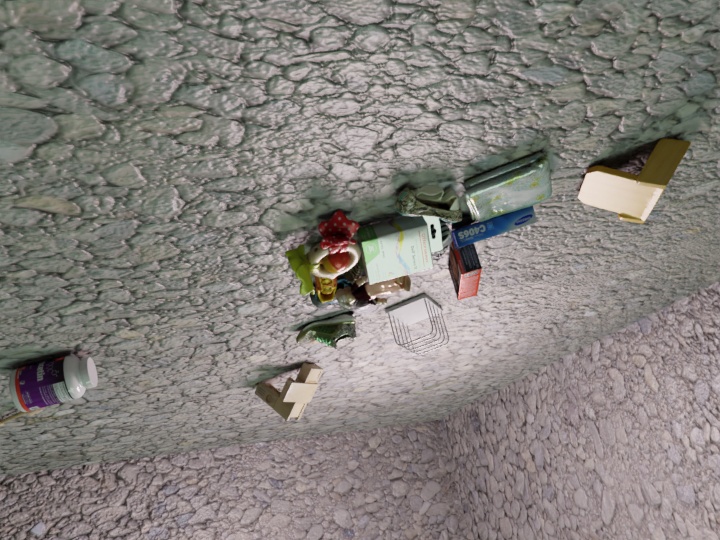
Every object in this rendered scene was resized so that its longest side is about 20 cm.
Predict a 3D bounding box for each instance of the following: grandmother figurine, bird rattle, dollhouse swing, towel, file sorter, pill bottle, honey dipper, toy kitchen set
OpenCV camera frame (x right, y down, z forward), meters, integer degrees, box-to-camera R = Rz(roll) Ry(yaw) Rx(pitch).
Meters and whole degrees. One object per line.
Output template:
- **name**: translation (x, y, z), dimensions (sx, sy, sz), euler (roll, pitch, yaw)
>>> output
- **grandmother figurine**: translation (0.026, 0.047, 1.807), dimensions (0.196, 0.061, 0.122), euler (-16, 130, 28)
- **bird rattle**: translation (-0.068, -0.042, 1.643), dimensions (0.200, 0.114, 0.162), euler (-43, 147, 20)
- **dollhouse swing**: translation (0.646, -0.233, 1.768), dimensions (0.183, 0.174, 0.201), euler (-55, 163, -13)
- **towel**: translation (0.331, -0.180, 1.658), dimensions (0.196, 0.049, 0.171), euler (-21, 159, 10)
- **file sorter**: translation (0.183, 0.176, 2.302), dimensions (0.136, 0.127, 0.200), euler (-21, 158, 16)
- **pill bottle**: translation (-0.785, 0.285, 1.898), dimensions (0.195, 0.115, 0.113), euler (-14, 159, -6)
- **honey dipper**: translation (-1.012, 0.429, 2.188), dimensions (0.197, 0.039, 0.038), euler (-25, 157, 26)
- **toy kitchen set**: translation (-0.270, 0.386, 2.562), dimensions (0.162, 0.179, 0.203), euler (17, 102, -59)

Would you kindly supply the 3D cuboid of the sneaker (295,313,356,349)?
- **sneaker**: translation (-0.097, 0.195, 2.197), dimensions (0.196, 0.090, 0.077), euler (-18, 159, 6)

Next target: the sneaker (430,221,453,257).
- **sneaker**: translation (0.144, -0.043, 1.821), dimensions (0.197, 0.077, 0.115), euler (-24, 159, 17)

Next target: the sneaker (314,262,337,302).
- **sneaker**: translation (-0.079, 0.007, 1.771), dimensions (0.071, 0.079, 0.201), euler (-13, 149, -4)

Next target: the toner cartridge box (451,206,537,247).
- **toner cartridge box**: translation (0.321, -0.106, 1.789), dimensions (0.196, 0.044, 0.095), euler (-18, -177, 5)

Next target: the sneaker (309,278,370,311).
- **sneaker**: translation (-0.032, 0.061, 1.943), dimensions (0.196, 0.075, 0.082), euler (-3, 155, -31)

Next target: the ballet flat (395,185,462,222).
- **ballet flat**: translation (0.165, -0.148, 1.604), dimensions (0.197, 0.069, 0.076), euler (4, 135, -37)

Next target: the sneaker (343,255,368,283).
- **sneaker**: translation (0.000, 0.000, 1.824), dimensions (0.088, 0.068, 0.200), euler (-23, 161, 4)

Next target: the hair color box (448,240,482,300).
- **hair color box**: translation (0.275, -0.005, 1.963), dimensions (0.060, 0.104, 0.201), euler (-15, 157, -1)

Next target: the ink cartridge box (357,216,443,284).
- **ink cartridge box**: translation (0.099, -0.056, 1.692), dimensions (0.195, 0.068, 0.119), euler (-15, 121, -4)
